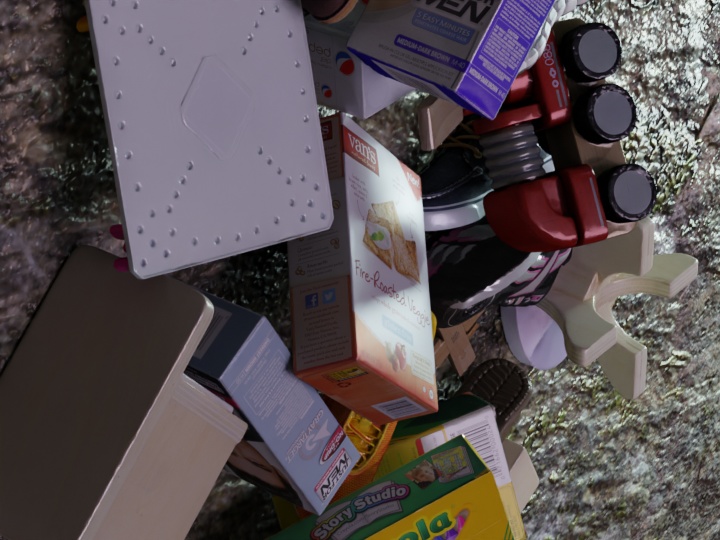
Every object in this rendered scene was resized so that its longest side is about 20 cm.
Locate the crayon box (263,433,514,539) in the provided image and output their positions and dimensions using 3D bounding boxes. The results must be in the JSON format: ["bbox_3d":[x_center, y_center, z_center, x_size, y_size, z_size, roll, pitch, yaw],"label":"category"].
[{"bbox_3d":[0.025,0.245,1.641,0.200,0.058,0.173,-28,132,-9],"label":"crayon box"}]

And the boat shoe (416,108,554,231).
[{"bbox_3d":[0.089,-0.100,1.707,0.200,0.071,0.091,-29,121,-46],"label":"boat shoe"}]

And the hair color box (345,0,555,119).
[{"bbox_3d":[0.086,-0.220,1.472,0.065,0.109,0.200,31,85,-53],"label":"hair color box"}]

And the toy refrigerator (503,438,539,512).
[{"bbox_3d":[0.075,0.241,1.862,0.200,0.070,0.076,-55,150,-17],"label":"toy refrigerator"}]

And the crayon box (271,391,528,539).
[{"bbox_3d":[0.027,0.195,1.710,0.200,0.051,0.127,-20,108,-16],"label":"crayon box"}]

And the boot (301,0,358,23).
[{"bbox_3d":[-0.064,-0.270,1.401,0.166,0.072,0.200,-2,100,-44],"label":"boot"}]

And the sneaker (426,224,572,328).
[{"bbox_3d":[0.125,0.002,1.732,0.200,0.080,0.086,-34,132,-35],"label":"sneaker"}]

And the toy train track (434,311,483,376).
[{"bbox_3d":[0.043,0.081,1.767,0.200,0.033,0.115,-50,150,-15],"label":"toy train track"}]

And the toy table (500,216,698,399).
[{"bbox_3d":[0.207,0.017,1.878,0.184,0.117,0.200,-44,139,-31],"label":"toy table"}]

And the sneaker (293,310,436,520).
[{"bbox_3d":[-0.002,0.111,1.629,0.077,0.073,0.200,180,-69,-81],"label":"sneaker"}]

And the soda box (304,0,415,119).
[{"bbox_3d":[0.041,-0.188,1.590,0.200,0.064,0.068,-33,132,-39],"label":"soda box"}]

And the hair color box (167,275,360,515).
[{"bbox_3d":[-0.085,0.094,1.536,0.061,0.099,0.200,-55,143,-19],"label":"hair color box"}]

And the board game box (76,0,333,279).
[{"bbox_3d":[-0.105,-0.110,1.411,0.200,0.026,0.200,-17,101,-49],"label":"board game box"}]

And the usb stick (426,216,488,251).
[{"bbox_3d":[0.083,-0.020,1.763,0.200,0.033,0.056,-42,144,-33],"label":"usb stick"}]

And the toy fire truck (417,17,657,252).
[{"bbox_3d":[0.119,-0.096,1.623,0.200,0.129,0.176,-14,92,-23],"label":"toy fire truck"}]

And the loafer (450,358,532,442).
[{"bbox_3d":[0.078,0.163,1.812,0.200,0.076,0.067,-41,157,-22],"label":"loafer"}]

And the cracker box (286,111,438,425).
[{"bbox_3d":[0.000,0.000,1.555,0.134,0.058,0.200,35,45,-55],"label":"cracker box"}]

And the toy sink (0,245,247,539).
[{"bbox_3d":[-0.166,0.105,1.407,0.200,0.130,0.112,-63,145,-10],"label":"toy sink"}]

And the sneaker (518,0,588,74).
[{"bbox_3d":[0.115,-0.229,1.556,0.200,0.075,0.116,-48,140,-43],"label":"sneaker"}]
